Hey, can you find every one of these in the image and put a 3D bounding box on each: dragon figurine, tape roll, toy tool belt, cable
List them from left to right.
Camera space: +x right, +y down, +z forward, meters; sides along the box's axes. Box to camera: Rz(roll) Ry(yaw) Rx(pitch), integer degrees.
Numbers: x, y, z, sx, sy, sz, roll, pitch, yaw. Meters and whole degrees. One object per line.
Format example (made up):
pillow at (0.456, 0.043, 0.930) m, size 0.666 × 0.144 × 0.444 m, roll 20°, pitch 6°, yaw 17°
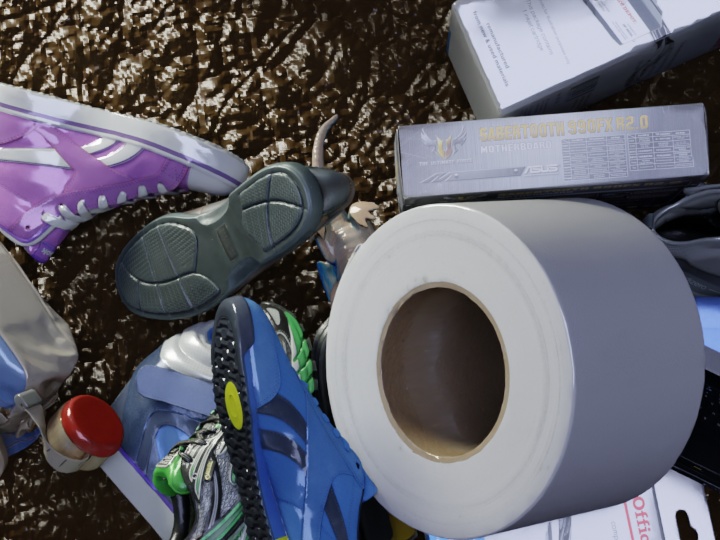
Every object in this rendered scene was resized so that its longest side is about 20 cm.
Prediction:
toy tool belt at (-0.254, 0.076, 1.315) m, size 0.201 × 0.125 × 0.123 m, roll 51°, pitch 121°, yaw 11°
cable at (-0.018, 0.126, 1.291) m, size 0.096 × 0.050 × 0.202 m, roll -19°, pitch 109°, yaw -19°
dragon figurine at (0.000, 0.000, 1.334) m, size 0.058 × 0.100 × 0.201 m, roll -24°, pitch 66°, yaw 0°
tape roll at (0.094, 0.057, 1.202) m, size 0.201 × 0.138 × 0.205 m, roll 5°, pitch 97°, yaw 43°

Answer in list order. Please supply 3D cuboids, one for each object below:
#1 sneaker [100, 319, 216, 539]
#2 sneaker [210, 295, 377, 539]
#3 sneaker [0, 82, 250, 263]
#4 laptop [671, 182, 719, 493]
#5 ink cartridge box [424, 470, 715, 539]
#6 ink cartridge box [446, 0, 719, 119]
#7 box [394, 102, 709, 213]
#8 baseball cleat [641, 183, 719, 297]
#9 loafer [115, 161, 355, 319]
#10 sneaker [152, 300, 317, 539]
sneaker at (-0.076, 0.129, 1.313) m, size 0.146 × 0.081 × 0.200 m, roll -45°, pitch 80°, yaw 1°
sneaker at (-0.039, 0.110, 1.191) m, size 0.078 × 0.066 × 0.202 m, roll -15°, pitch 93°, yaw -20°
sneaker at (-0.179, -0.054, 1.343) m, size 0.198 × 0.073 × 0.116 m, roll 14°, pitch 89°, yaw 13°
laptop at (0.269, 0.058, 1.302) m, size 0.176 × 0.200 × 0.104 m, roll 25°, pitch 122°, yaw 4°
ink cartridge box at (0.148, 0.198, 1.309) m, size 0.198 × 0.068 × 0.117 m, roll -12°, pitch 85°, yaw 0°
ink cartridge box at (0.164, -0.168, 1.304) m, size 0.198 × 0.145 × 0.085 m, roll -24°, pitch 84°, yaw -2°
box at (0.122, -0.069, 1.290) m, size 0.198 × 0.158 × 0.049 m, roll -4°, pitch 84°, yaw 1°
baseball cleat at (0.277, -0.013, 1.278) m, size 0.198 × 0.107 × 0.070 m, roll -2°, pitch 70°, yaw -9°
loafer at (-0.083, -0.017, 1.305) m, size 0.199 × 0.063 × 0.073 m, roll -25°, pitch 81°, yaw 40°
sneaker at (-0.082, 0.115, 1.241) m, size 0.084 × 0.078 × 0.202 m, roll 18°, pitch 75°, yaw -18°
